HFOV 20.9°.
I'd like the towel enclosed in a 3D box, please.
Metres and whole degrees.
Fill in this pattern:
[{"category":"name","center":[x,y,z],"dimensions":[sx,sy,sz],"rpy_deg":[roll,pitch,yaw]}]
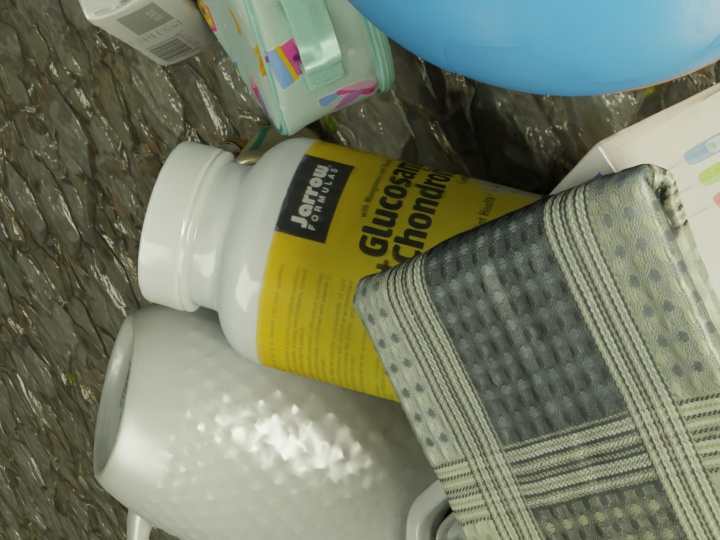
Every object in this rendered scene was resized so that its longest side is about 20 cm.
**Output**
[{"category":"towel","center":[0.090,0.072,0.691],"dimensions":[0.192,0.034,0.201],"rpy_deg":[-24,90,57]}]

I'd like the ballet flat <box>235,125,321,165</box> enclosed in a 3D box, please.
[{"category":"ballet flat","center":[-0.016,0.011,1.123],"dimensions":[0.201,0.069,0.069],"rpy_deg":[61,156,-2]}]

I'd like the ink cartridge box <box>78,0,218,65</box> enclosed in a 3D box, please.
[{"category":"ink cartridge box","center":[-0.142,-0.216,1.032],"dimensions":[0.201,0.050,0.161],"rpy_deg":[65,-174,5]}]

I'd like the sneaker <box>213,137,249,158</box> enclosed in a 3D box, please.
[{"category":"sneaker","center":[-0.052,0.001,1.205],"dimensions":[0.078,0.082,0.200],"rpy_deg":[13,147,33]}]

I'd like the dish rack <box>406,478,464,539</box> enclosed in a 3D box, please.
[{"category":"dish rack","center":[0.109,0.165,0.892],"dimensions":[0.172,0.043,0.201],"rpy_deg":[-48,63,48]}]

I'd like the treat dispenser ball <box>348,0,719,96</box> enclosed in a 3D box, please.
[{"category":"treat dispenser ball","center":[0.068,-0.156,0.617],"dimensions":[0.201,0.200,0.201],"rpy_deg":[44,152,31]}]

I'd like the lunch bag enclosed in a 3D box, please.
[{"category":"lunch bag","center":[-0.047,-0.171,0.934],"dimensions":[0.161,0.077,0.201],"rpy_deg":[53,167,51]}]

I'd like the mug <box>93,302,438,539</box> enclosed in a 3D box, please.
[{"category":"mug","center":[-0.054,0.106,1.040],"dimensions":[0.148,0.174,0.201],"rpy_deg":[-110,35,-64]}]

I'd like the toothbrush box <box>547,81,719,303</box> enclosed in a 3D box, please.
[{"category":"toothbrush box","center":[0.115,0.041,0.734],"dimensions":[0.146,0.086,0.200],"rpy_deg":[57,151,12]}]

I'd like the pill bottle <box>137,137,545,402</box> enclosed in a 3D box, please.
[{"category":"pill bottle","center":[0.000,0.000,0.935],"dimensions":[0.199,0.112,0.112],"rpy_deg":[14,142,9]}]
